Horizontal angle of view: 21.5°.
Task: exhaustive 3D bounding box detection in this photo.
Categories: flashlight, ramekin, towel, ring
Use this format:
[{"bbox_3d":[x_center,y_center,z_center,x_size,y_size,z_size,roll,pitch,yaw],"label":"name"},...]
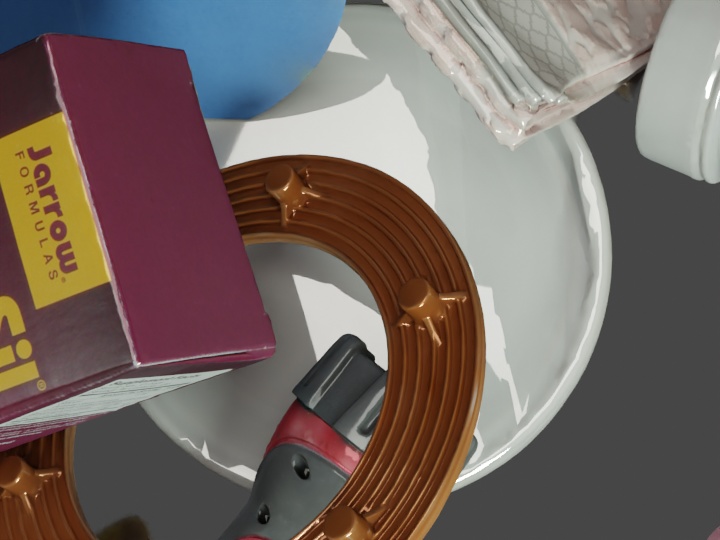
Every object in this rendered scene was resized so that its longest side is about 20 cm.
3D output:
[{"bbox_3d":[-0.042,0.119,0.669,0.068,0.068,0.200,35,84,36],"label":"flashlight"},{"bbox_3d":[0.000,0.000,0.770,0.201,0.094,0.203,-1,79,6],"label":"ramekin"},{"bbox_3d":[0.038,-0.149,0.744,0.032,0.191,0.200,-40,87,29],"label":"towel"},{"bbox_3d":[-0.050,0.044,0.662,0.200,0.019,0.201,-16,54,23],"label":"ring"}]

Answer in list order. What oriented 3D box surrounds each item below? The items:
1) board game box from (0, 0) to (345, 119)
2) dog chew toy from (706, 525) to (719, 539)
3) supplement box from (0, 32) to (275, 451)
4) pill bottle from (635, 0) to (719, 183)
[{"bbox_3d":[-0.102,-0.123,0.688,0.199,0.158,0.039,2,53,4],"label":"board game box"},{"bbox_3d":[0.213,0.105,0.720,0.124,0.125,0.200,42,78,11],"label":"dog chew toy"},{"bbox_3d":[-0.143,0.007,0.645,0.199,0.086,0.111,-20,82,26],"label":"supplement box"},{"bbox_3d":[0.216,-0.054,0.740,0.199,0.114,0.115,23,82,21],"label":"pill bottle"}]
